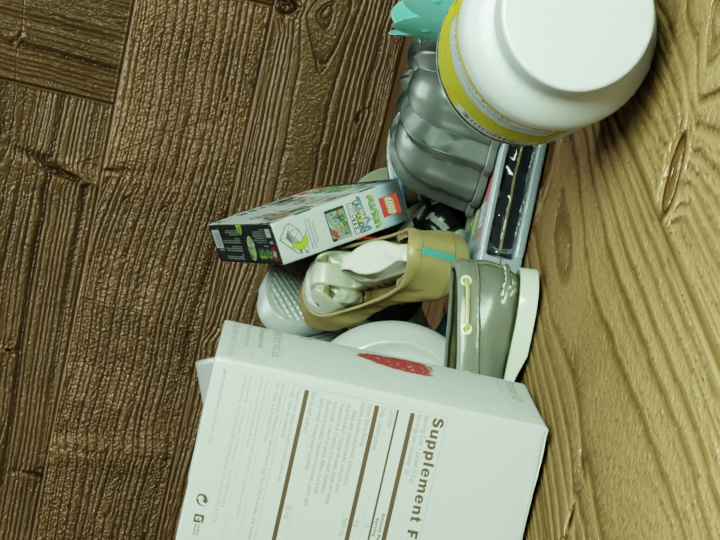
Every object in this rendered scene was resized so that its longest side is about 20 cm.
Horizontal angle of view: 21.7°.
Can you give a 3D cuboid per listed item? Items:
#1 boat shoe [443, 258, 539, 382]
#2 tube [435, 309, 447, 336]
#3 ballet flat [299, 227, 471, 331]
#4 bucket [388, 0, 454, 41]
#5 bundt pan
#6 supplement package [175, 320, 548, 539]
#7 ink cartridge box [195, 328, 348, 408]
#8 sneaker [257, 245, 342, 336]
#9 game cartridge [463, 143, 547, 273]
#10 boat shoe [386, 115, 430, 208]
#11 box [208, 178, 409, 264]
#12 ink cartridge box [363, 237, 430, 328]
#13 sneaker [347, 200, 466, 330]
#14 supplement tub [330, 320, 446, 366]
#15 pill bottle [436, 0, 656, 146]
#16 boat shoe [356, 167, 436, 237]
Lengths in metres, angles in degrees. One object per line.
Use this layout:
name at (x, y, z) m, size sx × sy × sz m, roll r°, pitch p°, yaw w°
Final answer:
boat shoe at (0.069, 0.093, 1.249) m, size 0.072 × 0.060 × 0.203 m, roll 177°, pitch 106°, yaw -86°
tube at (0.048, 0.135, 1.639) m, size 0.077 × 0.050 × 0.201 m, roll -129°, pitch 57°, yaw -74°
ballet flat at (0.000, 0.000, 1.415) m, size 0.200 × 0.063 × 0.069 m, roll -19°, pitch 63°, yaw 49°
bucket at (0.106, -0.240, 1.263) m, size 0.207 × 0.134 × 0.208 m, roll -167°, pitch 90°, yaw -86°
bundt pan at (0.071, -0.146, 1.430) m, size 0.202 × 0.075 × 0.203 m, roll -167°, pitch 90°, yaw -88°
supplement package at (-0.001, 0.116, 1.139) m, size 0.121 × 0.199 × 0.120 m, roll -102°, pitch 24°, yaw -81°
ink cartridge box at (-0.044, 0.154, 1.560) m, size 0.084 × 0.146 × 0.201 m, roll -7°, pitch 93°, yaw 45°
sneaker at (-0.049, 0.029, 1.591) m, size 0.082 × 0.074 × 0.200 m, roll -58°, pitch -5°, yaw 23°
game cartridge at (0.108, -0.063, 1.413) m, size 0.133 × 0.041 × 0.201 m, roll 98°, pitch -176°, yaw -84°
boat shoe at (0.074, -0.109, 1.574) m, size 0.200 × 0.072 × 0.073 m, roll -58°, pitch -35°, yaw -59°
box at (-0.045, -0.039, 1.513) m, size 0.200 × 0.110 × 0.035 m, roll -177°, pitch 68°, yaw -72°
ink cartridge box at (-0.014, 0.047, 1.685) m, size 0.160 × 0.047 × 0.201 m, roll -59°, pitch 40°, yaw 36°
sneaker at (0.042, -0.015, 1.546) m, size 0.200 × 0.075 × 0.088 m, roll -39°, pitch -21°, yaw -52°
supplement tub at (0.015, 0.113, 1.403) m, size 0.200 × 0.140 × 0.141 m, roll 130°, pitch 153°, yaw -83°
pill bottle at (0.106, -0.132, 1.065) m, size 0.200 × 0.111 × 0.112 m, roll -178°, pitch 101°, yaw -86°
boat shoe at (0.049, -0.058, 1.665) m, size 0.200 × 0.072 × 0.068 m, roll -28°, pitch -39°, yaw -56°
